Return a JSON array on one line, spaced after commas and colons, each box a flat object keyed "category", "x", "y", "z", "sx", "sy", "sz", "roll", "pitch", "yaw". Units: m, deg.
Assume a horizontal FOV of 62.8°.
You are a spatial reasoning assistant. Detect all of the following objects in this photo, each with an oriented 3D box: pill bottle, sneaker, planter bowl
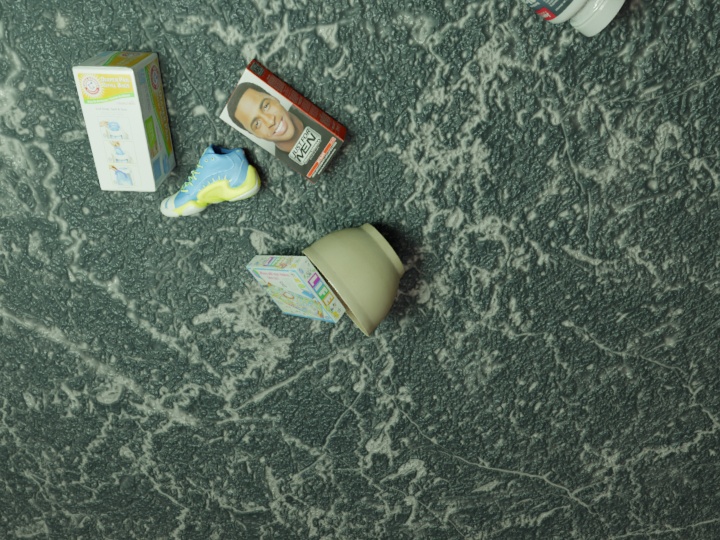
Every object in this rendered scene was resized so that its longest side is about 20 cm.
[{"category": "pill bottle", "x": 0.280, "y": -0.431, "z": 0.843, "sx": 0.196, "sy": 0.121, "sz": 0.121, "roll": 28, "pitch": 120, "yaw": -14}, {"category": "sneaker", "x": -0.283, "y": -0.170, "z": 1.076, "sx": 0.193, "sy": 0.076, "sz": 0.108, "roll": -15, "pitch": 110, "yaw": 4}, {"category": "planter bowl", "x": 0.000, "y": 0.000, "z": 1.103, "sx": 0.134, "sy": 0.200, "sz": 0.202, "roll": -40, "pitch": 116, "yaw": -6}]

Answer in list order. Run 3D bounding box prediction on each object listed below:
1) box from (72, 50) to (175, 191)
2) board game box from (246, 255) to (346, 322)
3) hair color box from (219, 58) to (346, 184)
[{"category": "box", "x": -0.391, "y": -0.252, "z": 0.995, "sx": 0.098, "sy": 0.114, "sz": 0.206, "roll": 2, "pitch": 123, "yaw": 3}, {"category": "board game box", "x": -0.128, "y": 0.033, "z": 1.137, "sx": 0.197, "sy": 0.034, "sz": 0.136, "roll": 4, "pitch": 136, "yaw": 53}, {"category": "hair color box", "x": -0.130, "y": -0.252, "z": 1.013, "sx": 0.197, "sy": 0.062, "sz": 0.102, "roll": 33, "pitch": 120, "yaw": -16}]
